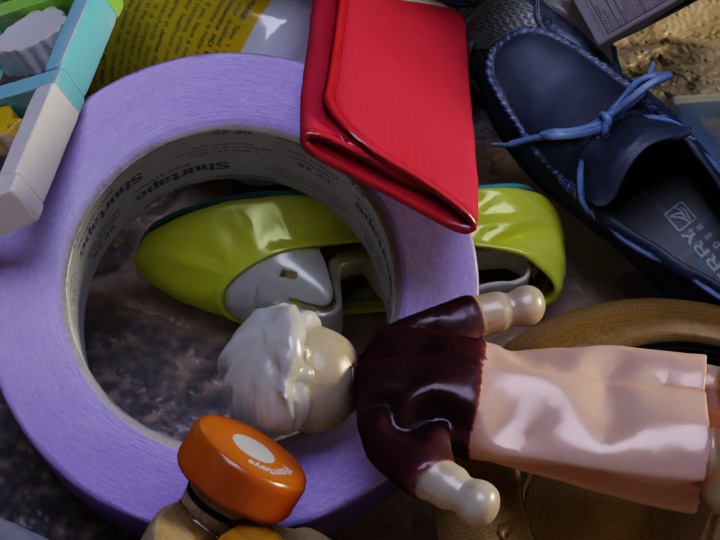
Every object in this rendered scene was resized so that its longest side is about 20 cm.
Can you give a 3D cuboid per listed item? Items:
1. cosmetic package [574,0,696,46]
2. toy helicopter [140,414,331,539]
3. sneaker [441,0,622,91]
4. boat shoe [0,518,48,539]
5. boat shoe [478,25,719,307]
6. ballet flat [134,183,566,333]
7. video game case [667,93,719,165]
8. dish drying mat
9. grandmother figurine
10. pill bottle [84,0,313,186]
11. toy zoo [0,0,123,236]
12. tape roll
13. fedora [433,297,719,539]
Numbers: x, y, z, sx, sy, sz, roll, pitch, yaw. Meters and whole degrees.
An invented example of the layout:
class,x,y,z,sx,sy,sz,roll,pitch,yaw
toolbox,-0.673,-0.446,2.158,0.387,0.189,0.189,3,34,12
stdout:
class,x,y,z,sx,sy,sz,roll,pitch,yaw
cosmetic package,0.180,-0.170,0.940,0.200,0.082,0.051,-32,95,-54
toy helicopter,0.009,0.139,0.669,0.199,0.079,0.132,25,13,-28
sneaker,0.043,-0.119,0.951,0.200,0.077,0.085,31,63,30
boat shoe,-0.078,0.163,0.697,0.199,0.057,0.069,30,8,6
boat shoe,0.132,-0.048,0.839,0.200,0.069,0.084,41,83,20
ballet flat,0.000,0.000,0.840,0.199,0.067,0.067,-5,52,-11
video game case,0.265,-0.021,0.907,0.199,0.022,0.183,-3,49,-7
dish drying mat,0.014,-0.081,0.768,0.077,0.018,0.200,28,25,-13
grandmother figurine,0.043,0.051,0.696,0.199,0.061,0.121,8,29,7
pill bottle,-0.069,-0.110,0.898,0.199,0.113,0.113,27,52,19
toy zoo,-0.172,-0.063,0.778,0.131,0.020,0.201,-12,43,27
tape roll,-0.053,0.014,0.771,0.199,0.066,0.201,1,75,-2
fedora,0.121,0.104,0.746,0.199,0.082,0.201,2,49,-3
